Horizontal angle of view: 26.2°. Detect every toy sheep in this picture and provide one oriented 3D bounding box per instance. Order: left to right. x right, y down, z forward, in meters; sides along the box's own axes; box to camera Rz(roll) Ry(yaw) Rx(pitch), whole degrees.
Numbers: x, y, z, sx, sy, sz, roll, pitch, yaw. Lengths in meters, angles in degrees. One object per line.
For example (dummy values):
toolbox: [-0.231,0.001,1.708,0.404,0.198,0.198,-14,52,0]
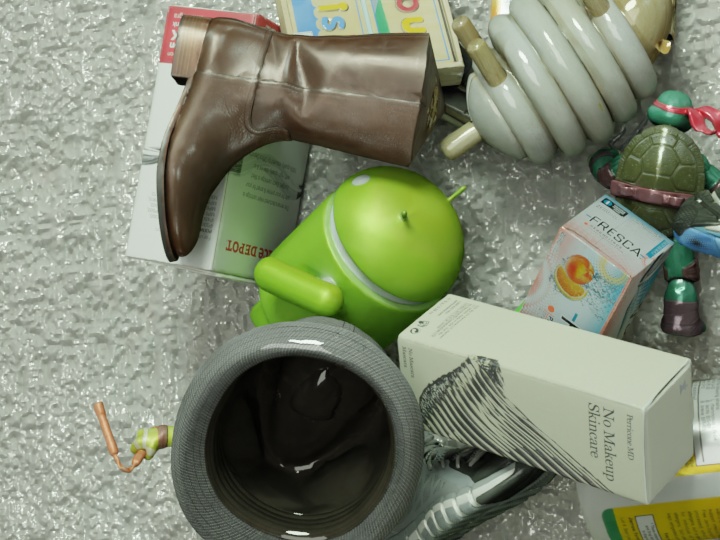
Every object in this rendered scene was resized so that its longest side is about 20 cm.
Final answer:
toy sheep: [0.141,-0.147,1.132,0.199,0.138,0.138,-31,76,11]

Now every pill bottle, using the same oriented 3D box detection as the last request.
pill bottle: [0.259,0.133,1.099,0.199,0.113,0.114,-10,82,19]

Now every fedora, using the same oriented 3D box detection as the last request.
fedora: [-0.040,0.112,1.109,0.176,0.090,0.201,17,116,1]

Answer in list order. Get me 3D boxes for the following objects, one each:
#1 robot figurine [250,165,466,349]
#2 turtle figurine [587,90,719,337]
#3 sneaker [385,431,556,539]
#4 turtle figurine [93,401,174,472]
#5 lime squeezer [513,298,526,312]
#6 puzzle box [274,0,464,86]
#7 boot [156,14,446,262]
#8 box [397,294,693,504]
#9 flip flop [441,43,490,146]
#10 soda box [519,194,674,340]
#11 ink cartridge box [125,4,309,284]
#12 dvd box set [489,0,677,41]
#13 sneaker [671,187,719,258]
robot figurine: [0.000,0.000,1.182,0.116,0.175,0.200,54,131,8]
turtle figurine: [0.223,-0.058,1.138,0.149,0.100,0.201,18,103,33]
sneaker: [0.059,0.140,1.163,0.200,0.075,0.116,-41,65,41]
turtle figurine: [-0.107,0.159,1.203,0.200,0.161,0.065,39,100,18]
lime squeezer: [0.077,0.062,1.193,0.199,0.038,0.071,-35,32,15]
puzzle box: [-0.002,-0.226,1.206,0.132,0.025,0.201,-7,61,-11]
boot: [-0.042,-0.087,1.115,0.198,0.064,0.188,7,96,2]
box: [0.125,0.085,1.061,0.199,0.068,0.083,14,125,37]
flip flop: [0.061,-0.152,1.224,0.199,0.058,0.081,35,62,5]
soda box: [0.150,0.047,1.120,0.063,0.068,0.201,38,133,19]
ink cartridge box: [-0.105,-0.095,1.232,0.082,0.147,0.201,9,88,21]
dvd box set: [0.180,-0.280,1.204,0.145,0.029,0.202,3,86,20]
sneaker: [0.299,0.015,1.079,0.199,0.079,0.090,26,112,-15]
